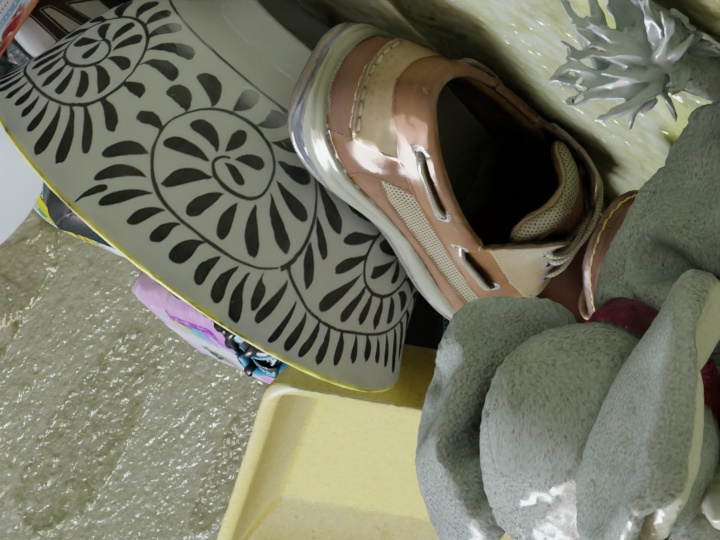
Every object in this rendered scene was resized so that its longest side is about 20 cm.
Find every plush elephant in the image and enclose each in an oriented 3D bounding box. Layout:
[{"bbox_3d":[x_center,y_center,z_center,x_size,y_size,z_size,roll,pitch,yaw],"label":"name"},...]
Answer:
[{"bbox_3d":[0.102,0.036,0.688,0.199,0.155,0.165,35,174,-14],"label":"plush elephant"}]

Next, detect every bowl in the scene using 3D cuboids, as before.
[{"bbox_3d":[-0.038,-0.051,0.969,0.200,0.094,0.201,36,-167,-9],"label":"bowl"}]

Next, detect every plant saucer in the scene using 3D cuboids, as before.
[{"bbox_3d":[0.043,0.092,1.086,0.198,0.049,0.200,10,150,-6],"label":"plant saucer"}]

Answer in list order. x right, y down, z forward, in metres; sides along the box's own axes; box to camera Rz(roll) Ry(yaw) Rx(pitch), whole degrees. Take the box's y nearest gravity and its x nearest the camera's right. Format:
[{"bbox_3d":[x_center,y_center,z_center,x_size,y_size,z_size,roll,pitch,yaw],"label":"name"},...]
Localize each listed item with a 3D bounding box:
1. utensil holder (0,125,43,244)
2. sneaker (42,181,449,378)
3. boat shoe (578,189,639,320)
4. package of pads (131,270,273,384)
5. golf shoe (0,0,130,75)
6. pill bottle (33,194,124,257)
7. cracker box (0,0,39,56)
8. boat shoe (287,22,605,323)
[{"bbox_3d":[-0.275,-0.102,1.273,0.201,0.169,0.170,59,-176,23],"label":"utensil holder"},{"bbox_3d":[-0.054,0.001,1.103,0.198,0.083,0.073,16,169,7],"label":"sneaker"},{"bbox_3d":[0.111,0.017,0.902,0.067,0.072,0.200,29,175,25],"label":"boat shoe"},{"bbox_3d":[-0.043,-0.005,1.319,0.076,0.121,0.200,41,172,-18],"label":"package of pads"},{"bbox_3d":[-0.118,-0.109,1.116,0.198,0.095,0.078,18,166,15],"label":"golf shoe"},{"bbox_3d":[-0.114,-0.063,1.297,0.112,0.113,0.200,36,173,-20],"label":"pill bottle"},{"bbox_3d":[-0.174,-0.130,0.992,0.057,0.134,0.200,33,174,4],"label":"cracker box"},{"bbox_3d":[0.054,-0.022,0.914,0.071,0.076,0.200,10,164,42],"label":"boat shoe"}]
